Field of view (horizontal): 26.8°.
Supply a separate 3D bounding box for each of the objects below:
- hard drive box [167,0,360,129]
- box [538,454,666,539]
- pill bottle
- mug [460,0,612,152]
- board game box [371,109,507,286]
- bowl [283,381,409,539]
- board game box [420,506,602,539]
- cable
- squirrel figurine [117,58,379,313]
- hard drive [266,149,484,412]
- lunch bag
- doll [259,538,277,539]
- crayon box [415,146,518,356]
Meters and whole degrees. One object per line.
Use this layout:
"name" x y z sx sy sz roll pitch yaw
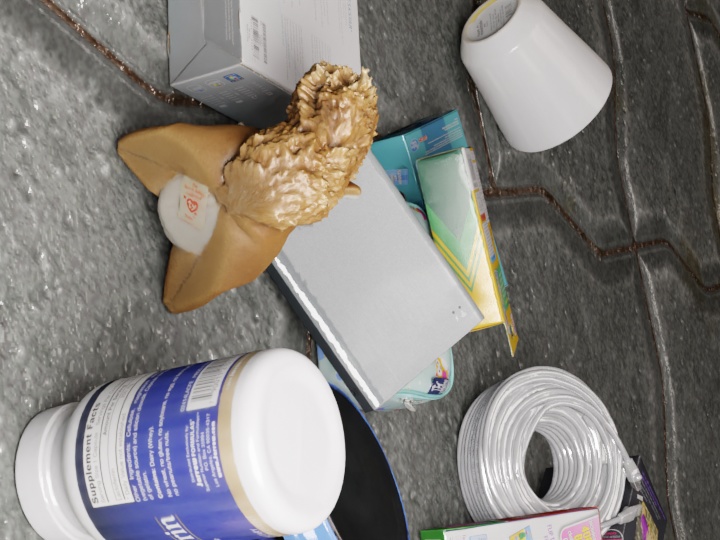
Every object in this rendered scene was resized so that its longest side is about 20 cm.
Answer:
"hard drive box" -0.079 -0.208 1.313 0.200 0.076 0.157 24 58 -56
"box" 0.258 0.315 1.677 0.107 0.121 0.201 63 31 -27
"pill bottle" -0.119 0.121 0.976 0.115 0.198 0.117 29 55 -53
"mug" 0.184 -0.248 1.795 0.153 0.186 0.150 46 73 -32
"board game box" 0.082 -0.055 1.582 0.151 0.047 0.202 -31 107 -60
"bowl" -0.017 0.184 1.257 0.201 0.039 0.201 55 20 -32
"board game box" 0.156 0.318 1.476 0.198 0.040 0.155 -1 82 -34
"cable" 0.192 0.202 1.589 0.199 0.069 0.202 -23 93 -35
"squirrel figurine" -0.056 -0.076 1.170 0.186 0.199 0.143 -24 93 -49
"hard drive" 0.000 0.000 1.304 0.139 0.033 0.201 -37 95 -26
"lunch bag" 0.018 0.032 1.394 0.160 0.076 0.202 15 65 -60
"doll" -0.094 0.234 1.137 0.200 0.048 0.138 39 46 -51
"crayon box" 0.104 -0.017 1.467 0.126 0.051 0.202 -29 105 -81
